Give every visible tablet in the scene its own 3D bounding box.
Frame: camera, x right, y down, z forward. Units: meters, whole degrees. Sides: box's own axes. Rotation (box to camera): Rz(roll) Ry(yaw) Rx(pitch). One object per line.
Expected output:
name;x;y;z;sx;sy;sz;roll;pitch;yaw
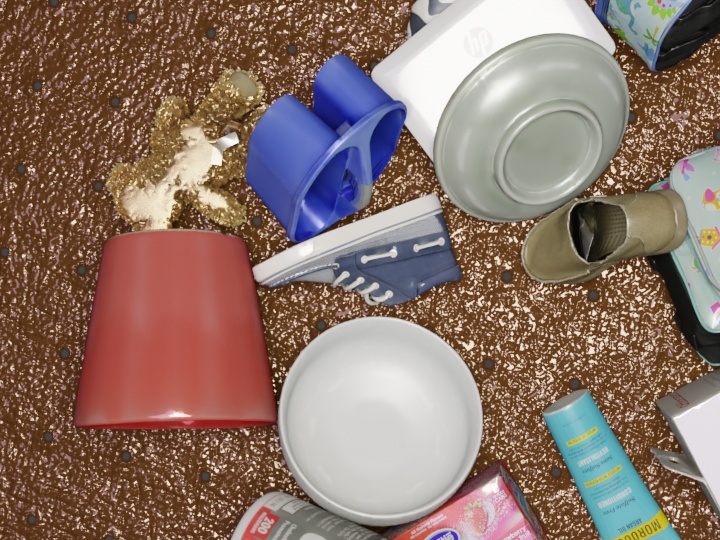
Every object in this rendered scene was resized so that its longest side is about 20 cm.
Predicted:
tablet;0.122;-0.195;1.126;0.199;0.014;0.131;-38;93;9

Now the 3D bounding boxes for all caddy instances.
caddy;-0.026;-0.104;1.135;0.141;0.200;0.105;-40;79;-19

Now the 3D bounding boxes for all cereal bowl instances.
cereal bowl;0.016;0.152;1.165;0.197;0.084;0.203;3;63;-5

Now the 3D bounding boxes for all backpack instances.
backpack;0.373;-0.034;1.093;0.197;0.154;0.178;-16;59;-1
backpack;0.300;-0.290;1.086;0.200;0.183;0.147;-42;75;-7

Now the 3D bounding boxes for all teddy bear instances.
teddy bear;-0.160;-0.114;1.225;0.144;0.067;0.201;32;88;-3

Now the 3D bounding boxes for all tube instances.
tube;0.245;0.215;1.174;0.077;0.050;0.202;-29;91;14

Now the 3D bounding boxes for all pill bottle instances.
pill bottle;-0.014;0.282;1.067;0.198;0.114;0.116;17;92;27

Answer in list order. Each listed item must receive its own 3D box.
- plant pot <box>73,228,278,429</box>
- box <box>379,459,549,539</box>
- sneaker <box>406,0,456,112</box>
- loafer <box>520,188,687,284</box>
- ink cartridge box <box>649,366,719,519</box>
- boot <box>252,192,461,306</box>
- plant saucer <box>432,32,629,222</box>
plant pot;-0.178;0.061;1.166;0.197;0.200;0.180;-3;81;8
box;0.078;0.280;1.167;0.199;0.095;0.100;-33;87;7
sneaker;0.126;-0.183;1.174;0.197;0.080;0.131;24;100;0
loafer;0.209;-0.035;1.113;0.067;0.199;0.077;3;74;-32
ink cartridge box;0.371;0.148;1.112;0.198;0.129;0.126;-29;86;8
boot;0.000;0.000;1.176;0.198;0.073;0.091;-21;91;-8
plant saucer;0.166;-0.118;1.116;0.199;0.200;0.050;-34;41;6
